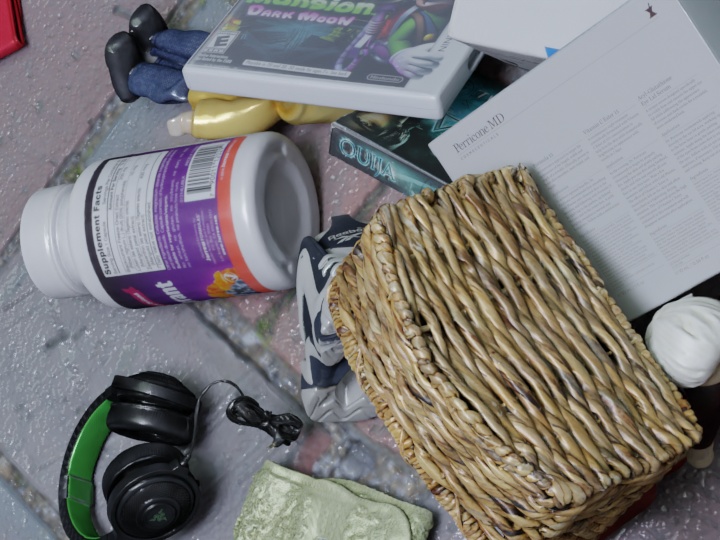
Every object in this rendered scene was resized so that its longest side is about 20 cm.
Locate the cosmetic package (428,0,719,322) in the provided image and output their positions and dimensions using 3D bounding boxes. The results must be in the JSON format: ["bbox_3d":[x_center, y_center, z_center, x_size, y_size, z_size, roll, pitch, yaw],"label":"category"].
[{"bbox_3d":[0.151,-0.060,1.065,0.200,0.052,0.151,-33,93,44],"label":"cosmetic package"}]

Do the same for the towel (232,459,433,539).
[{"bbox_3d":[-0.037,0.238,1.283,0.148,0.036,0.201,11,83,29],"label":"towel"}]

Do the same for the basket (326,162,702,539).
[{"bbox_3d":[0.061,0.069,1.055,0.201,0.142,0.149,57,143,16],"label":"basket"}]

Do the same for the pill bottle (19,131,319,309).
[{"bbox_3d":[-0.139,-0.031,1.357,0.199,0.111,0.112,-7,74,25],"label":"pill bottle"}]

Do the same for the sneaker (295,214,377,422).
[{"bbox_3d":[0.000,0.000,1.260,0.079,0.200,0.130,-3,58,-11],"label":"sneaker"}]

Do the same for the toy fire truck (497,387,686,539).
[{"bbox_3d":[0.101,0.094,1.215,0.168,0.112,0.201,-43,66,34],"label":"toy fire truck"}]

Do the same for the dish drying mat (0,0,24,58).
[{"bbox_3d":[-0.361,-0.176,1.557,0.199,0.018,0.077,-22,68,21],"label":"dish drying mat"}]

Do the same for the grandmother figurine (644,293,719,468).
[{"bbox_3d":[0.216,0.055,1.107,0.060,0.200,0.122,4,80,27],"label":"grandmother figurine"}]

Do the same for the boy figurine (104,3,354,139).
[{"bbox_3d":[-0.091,-0.138,1.371,0.199,0.065,0.124,15,51,34],"label":"boy figurine"}]

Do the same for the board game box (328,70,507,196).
[{"bbox_3d":[0.096,-0.068,1.244,0.199,0.135,0.028,30,130,29],"label":"board game box"}]

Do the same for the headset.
[{"bbox_3d":[-0.135,0.130,1.338,0.200,0.094,0.124,-30,50,40],"label":"headset"}]

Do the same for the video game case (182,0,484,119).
[{"bbox_3d":[0.003,-0.177,1.315,0.199,0.023,0.182,9,46,28],"label":"video game case"}]

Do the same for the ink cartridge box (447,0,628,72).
[{"bbox_3d":[0.165,-0.153,1.183,0.145,0.200,0.085,15,92,29],"label":"ink cartridge box"}]
